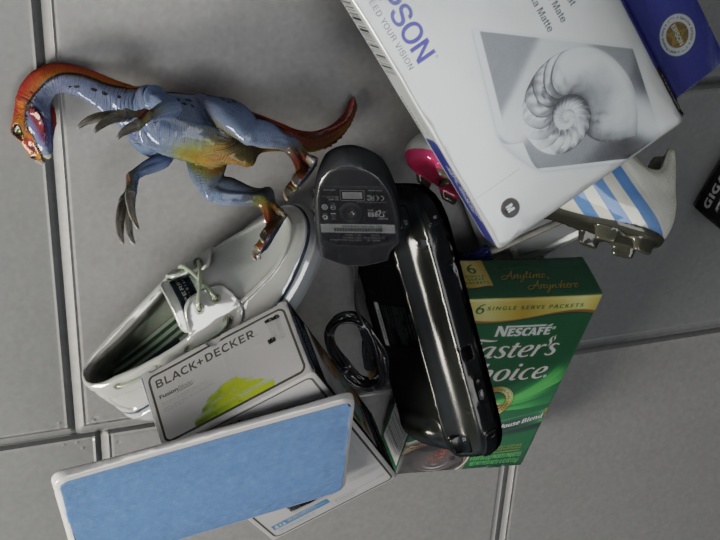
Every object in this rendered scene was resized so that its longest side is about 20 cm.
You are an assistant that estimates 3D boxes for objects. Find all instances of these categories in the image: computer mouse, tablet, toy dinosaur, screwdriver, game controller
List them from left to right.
[{"bbox_3d":[-0.123,-0.084,0.767,0.180,0.200,0.106,34,124,1],"label":"toy dinosaur"},{"bbox_3d":[-0.100,0.140,0.793,0.197,0.014,0.131,-14,144,-15],"label":"tablet"},{"bbox_3d":[0.000,0.000,0.808,0.058,0.034,0.202,3,127,6],"label":"computer mouse"},{"bbox_3d":[0.043,0.036,0.842,0.042,0.104,0.203,-22,105,-25],"label":"game controller"},{"bbox_3d":[0.109,-0.021,0.870,0.198,0.028,0.029,-26,161,20],"label":"screwdriver"}]

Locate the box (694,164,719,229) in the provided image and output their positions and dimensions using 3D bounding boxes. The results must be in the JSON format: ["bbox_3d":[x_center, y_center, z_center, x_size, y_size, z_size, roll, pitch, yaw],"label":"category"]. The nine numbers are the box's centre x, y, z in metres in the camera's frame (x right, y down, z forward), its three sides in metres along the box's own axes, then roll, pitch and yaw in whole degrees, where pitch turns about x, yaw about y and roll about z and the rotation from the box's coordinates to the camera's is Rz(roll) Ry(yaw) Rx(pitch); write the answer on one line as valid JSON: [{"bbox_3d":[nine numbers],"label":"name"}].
[{"bbox_3d":[0.401,-0.099,0.966,0.197,0.050,0.201,16,111,-28],"label":"box"}]

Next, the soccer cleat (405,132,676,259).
[{"bbox_3d":[0.126,-0.074,0.811,0.197,0.070,0.088,18,81,-14],"label":"soccer cleat"}]

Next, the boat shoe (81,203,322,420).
[{"bbox_3d":[-0.108,0.027,0.813,0.200,0.074,0.067,-47,142,9],"label":"boat shoe"}]

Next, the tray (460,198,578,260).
[{"bbox_3d":[0.120,-0.075,0.859,0.106,0.022,0.201,-25,134,3],"label":"tray"}]

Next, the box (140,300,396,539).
[{"bbox_3d":[-0.059,0.114,0.849,0.115,0.061,0.201,-26,146,3],"label":"box"}]

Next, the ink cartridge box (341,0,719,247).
[{"bbox_3d":[0.113,-0.150,0.721,0.199,0.041,0.201,-36,110,-2],"label":"ink cartridge box"}]

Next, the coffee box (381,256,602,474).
[{"bbox_3d":[0.097,0.077,0.921,0.121,0.044,0.202,0,133,-21],"label":"coffee box"}]
